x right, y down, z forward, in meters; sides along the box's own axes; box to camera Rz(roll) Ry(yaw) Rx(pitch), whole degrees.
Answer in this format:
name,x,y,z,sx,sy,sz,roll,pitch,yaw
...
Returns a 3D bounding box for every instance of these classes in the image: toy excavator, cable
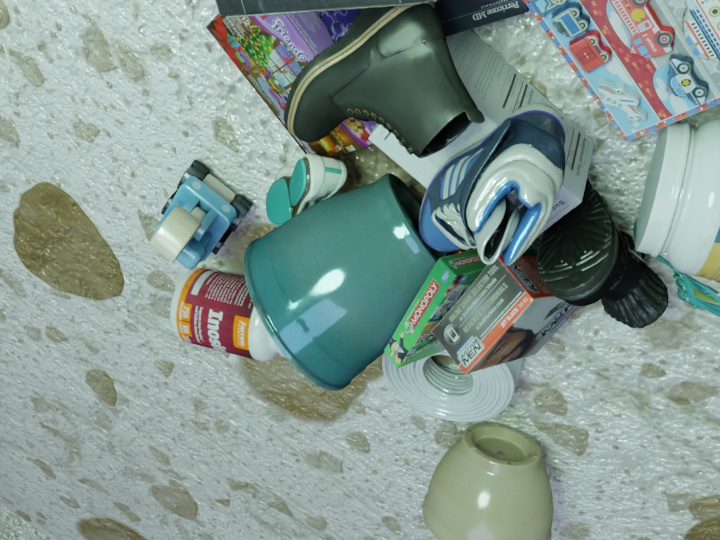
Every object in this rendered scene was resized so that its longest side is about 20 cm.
name,x,y,z,sx,sy,sz,roll,pitch,yaw
toy excavator,-0.220,-0.051,0.934,0.099,0.202,0.194,36,136,-11
cable,0.125,0.127,1.016,0.199,0.070,0.199,42,135,-13

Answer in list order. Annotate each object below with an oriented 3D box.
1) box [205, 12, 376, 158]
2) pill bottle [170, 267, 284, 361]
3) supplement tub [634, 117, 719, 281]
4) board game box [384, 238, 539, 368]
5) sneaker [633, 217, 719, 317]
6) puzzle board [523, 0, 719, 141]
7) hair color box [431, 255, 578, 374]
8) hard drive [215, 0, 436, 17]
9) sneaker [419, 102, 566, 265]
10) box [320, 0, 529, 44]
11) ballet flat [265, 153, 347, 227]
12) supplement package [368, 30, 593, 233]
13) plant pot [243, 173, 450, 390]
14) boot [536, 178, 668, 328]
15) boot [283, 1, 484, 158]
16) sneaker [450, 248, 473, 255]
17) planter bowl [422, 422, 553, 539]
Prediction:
name,x,y,z,sx,sy,sz,roll,pitch,yaw
box,-0.068,-0.215,0.796,0.201,0.039,0.135,50,152,-20
pill bottle,-0.173,0.068,1.083,0.194,0.114,0.115,10,134,18
supplement tub,0.367,-0.057,0.671,0.194,0.146,0.147,13,135,15
board game box,0.125,0.033,0.830,0.029,0.197,0.136,46,125,26
sneaker,0.369,0.009,0.786,0.198,0.078,0.080,35,145,-7
puzzle board,0.228,-0.202,0.590,0.200,0.018,0.149,44,144,-22
hair color box,0.174,0.044,0.807,0.064,0.198,0.112,50,117,25
hard drive,-0.005,-0.249,0.581,0.194,0.141,0.039,5,131,22
sneaker,0.102,-0.048,0.652,0.080,0.148,0.200,36,134,-10
box,0.050,-0.291,0.672,0.195,0.080,0.143,-7,129,31
ballet flat,-0.066,-0.093,0.901,0.069,0.070,0.199,38,160,-11
supplement package,0.126,-0.133,0.750,0.199,0.111,0.114,39,135,-10
plant pot,0.000,0.000,0.832,0.186,0.202,0.201,-34,113,17
boot,0.255,0.008,0.749,0.078,0.213,0.159,-27,110,29
boot,0.012,-0.141,0.668,0.199,0.076,0.141,-39,71,45
sneaker,0.104,0.025,0.887,0.076,0.085,0.204,28,109,14
planter bowl,0.199,0.314,1.083,0.195,0.200,0.139,14,108,14
